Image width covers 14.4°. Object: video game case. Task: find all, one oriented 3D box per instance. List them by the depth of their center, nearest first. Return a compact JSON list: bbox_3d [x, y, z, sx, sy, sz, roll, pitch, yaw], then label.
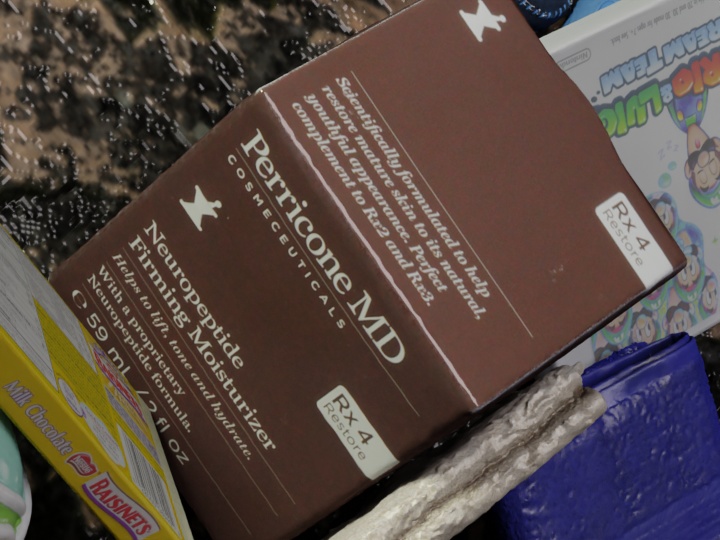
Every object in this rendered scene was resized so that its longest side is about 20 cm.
[{"bbox_3d":[0.150,-0.049,1.455,0.200,0.024,0.183,-27,115,-37],"label":"video game case"}]

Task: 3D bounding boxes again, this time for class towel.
[{"bbox_3d":[0.016,0.113,1.260,0.200,0.133,0.035,-38,88,-17],"label":"towel"},{"bbox_3d":[0.133,0.147,1.415,0.147,0.049,0.201,-26,104,-33],"label":"towel"}]

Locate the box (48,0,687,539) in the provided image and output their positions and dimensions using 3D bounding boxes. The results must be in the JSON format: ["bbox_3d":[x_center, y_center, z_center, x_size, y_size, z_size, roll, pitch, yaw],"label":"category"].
[{"bbox_3d":[0.000,0.000,1.284,0.164,0.200,0.166,-31,86,-42],"label":"box"}]

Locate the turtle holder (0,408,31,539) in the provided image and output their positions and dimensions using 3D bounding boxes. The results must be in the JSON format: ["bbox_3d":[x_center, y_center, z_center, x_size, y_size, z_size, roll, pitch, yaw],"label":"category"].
[{"bbox_3d":[-0.213,0.069,1.155,0.132,0.185,0.141,30,89,-42],"label":"turtle holder"}]

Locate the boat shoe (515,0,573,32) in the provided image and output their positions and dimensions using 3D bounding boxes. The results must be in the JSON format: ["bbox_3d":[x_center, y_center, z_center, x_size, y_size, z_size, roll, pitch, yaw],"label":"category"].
[{"bbox_3d":[0.051,-0.213,1.508,0.200,0.069,0.084,50,48,-14],"label":"boat shoe"}]

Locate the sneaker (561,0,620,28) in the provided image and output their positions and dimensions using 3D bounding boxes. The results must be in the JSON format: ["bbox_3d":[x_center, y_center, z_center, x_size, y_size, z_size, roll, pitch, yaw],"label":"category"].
[{"bbox_3d":[0.106,-0.076,1.490,0.078,0.066,0.201,35,57,-34],"label":"sneaker"}]

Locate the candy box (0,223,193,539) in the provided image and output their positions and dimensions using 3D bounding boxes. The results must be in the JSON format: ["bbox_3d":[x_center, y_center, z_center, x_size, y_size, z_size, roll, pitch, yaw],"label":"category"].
[{"bbox_3d":[-0.127,0.044,1.181,0.200,0.026,0.102,56,5,-46],"label":"candy box"}]
